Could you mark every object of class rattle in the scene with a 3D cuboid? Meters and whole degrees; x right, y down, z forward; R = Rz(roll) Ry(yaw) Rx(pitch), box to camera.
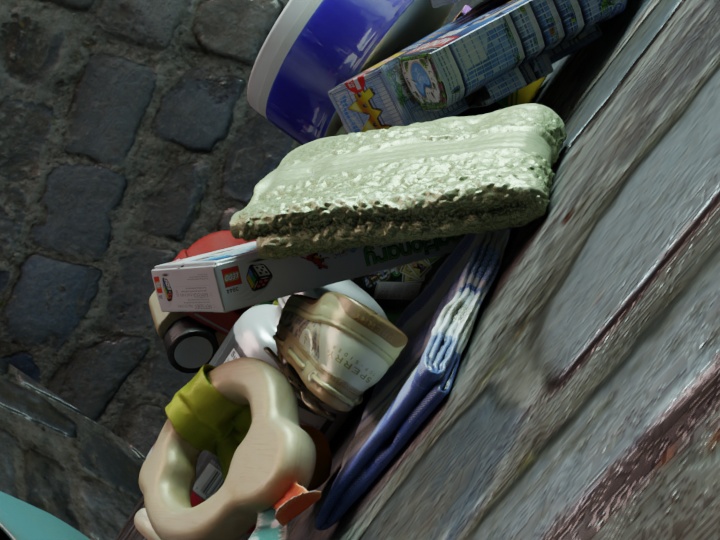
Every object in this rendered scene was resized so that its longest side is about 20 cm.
[{"bbox_3d":[-0.042,0.142,0.957,0.130,0.143,0.200,-48,31,-18],"label":"rattle"}]

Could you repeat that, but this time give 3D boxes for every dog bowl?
[{"bbox_3d":[-0.003,-0.194,1.309,0.200,0.079,0.200,-51,-8,-9],"label":"dog bowl"}]

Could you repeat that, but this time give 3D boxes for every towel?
[{"bbox_3d":[0.033,0.054,0.968,0.147,0.024,0.200,-54,5,35],"label":"towel"},{"bbox_3d":[0.027,-0.058,0.998,0.149,0.199,0.037,-66,-33,-61],"label":"towel"}]

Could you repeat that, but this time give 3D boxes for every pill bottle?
[{"bbox_3d":[-0.066,0.097,1.175,0.200,0.110,0.111,-55,4,16],"label":"pill bottle"}]

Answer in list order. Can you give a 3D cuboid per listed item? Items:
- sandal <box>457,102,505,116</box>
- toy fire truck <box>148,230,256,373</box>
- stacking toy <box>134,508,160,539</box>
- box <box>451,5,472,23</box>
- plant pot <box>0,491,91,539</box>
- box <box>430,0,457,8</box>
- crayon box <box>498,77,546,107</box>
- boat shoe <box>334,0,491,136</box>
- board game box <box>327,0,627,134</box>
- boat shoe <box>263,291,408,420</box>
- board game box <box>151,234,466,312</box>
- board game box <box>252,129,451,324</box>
[{"bbox_3d":[0.051,-0.048,1.241,0.200,0.075,0.045,-49,6,-1],"label":"sandal"},{"bbox_3d":[-0.064,0.024,1.407,0.200,0.176,0.129,-49,33,15],"label":"toy fire truck"},{"bbox_3d":[-0.106,0.165,1.373,0.200,0.085,0.085,-52,4,-9],"label":"stacking toy"},{"bbox_3d":[0.047,-0.144,1.414,0.200,0.039,0.137,-53,3,13],"label":"box"},{"bbox_3d":[-0.210,0.248,1.050,0.142,0.141,0.200,-55,-37,0],"label":"plant pot"},{"bbox_3d":[0.140,-0.247,1.201,0.155,0.041,0.200,-15,8,18],"label":"box"},{"bbox_3d":[0.073,-0.095,1.402,0.173,0.058,0.200,-58,5,-19],"label":"crayon box"},{"bbox_3d":[0.068,-0.150,1.285,0.200,0.063,0.071,-43,-6,-9],"label":"boat shoe"},{"bbox_3d":[0.082,-0.154,1.171,0.199,0.062,0.200,-30,10,-6],"label":"board game box"},{"bbox_3d":[-0.026,0.057,0.996,0.063,0.073,0.200,-59,3,-11],"label":"boat shoe"},{"bbox_3d":[-0.027,-0.011,1.065,0.199,0.035,0.126,-15,5,-24],"label":"board game box"},{"bbox_3d":[0.000,0.000,1.200,0.200,0.105,0.023,-53,6,26],"label":"board game box"}]
